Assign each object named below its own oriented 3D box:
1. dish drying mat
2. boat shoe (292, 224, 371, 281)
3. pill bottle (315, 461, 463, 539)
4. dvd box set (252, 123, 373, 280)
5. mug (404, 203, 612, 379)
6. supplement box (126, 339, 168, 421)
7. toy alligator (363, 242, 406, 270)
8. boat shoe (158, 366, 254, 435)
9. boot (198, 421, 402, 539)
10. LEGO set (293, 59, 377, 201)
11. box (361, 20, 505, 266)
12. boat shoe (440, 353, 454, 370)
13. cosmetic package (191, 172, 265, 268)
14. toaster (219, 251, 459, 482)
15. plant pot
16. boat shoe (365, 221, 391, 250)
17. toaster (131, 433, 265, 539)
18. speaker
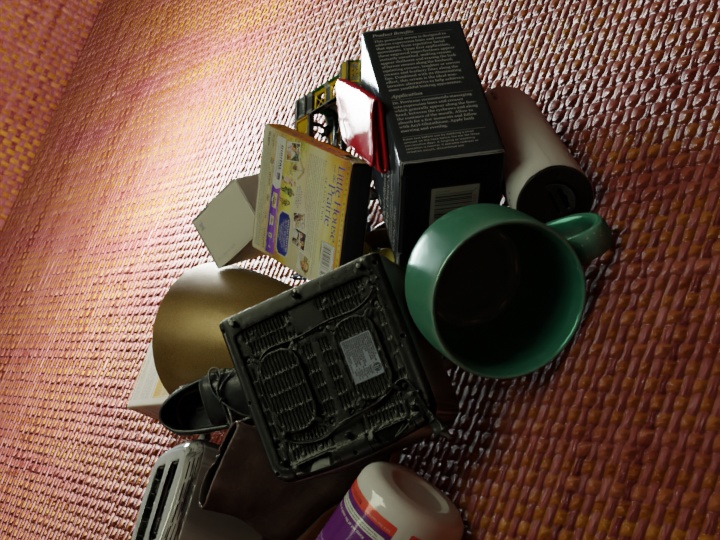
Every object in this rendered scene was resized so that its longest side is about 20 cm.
[{"bbox_3d":[0.000,-0.152,1.637,0.200,0.018,0.077,-127,30,-74],"label":"dish drying mat"},{"bbox_3d":[-0.030,-0.003,1.874,0.069,0.084,0.200,-39,9,24],"label":"boat shoe"},{"bbox_3d":[0.002,0.286,1.487,0.200,0.112,0.113,-56,25,13],"label":"pill bottle"},{"bbox_3d":[-0.055,-0.069,1.730,0.200,0.029,0.147,28,115,55],"label":"dvd box set"},{"bbox_3d":[0.133,0.014,1.489,0.114,0.184,0.153,-144,58,-68],"label":"mug"},{"bbox_3d":[-0.226,0.136,2.125,0.200,0.073,0.126,-11,56,60],"label":"supplement box"},{"bbox_3d":[0.000,0.000,1.730,0.200,0.059,0.054,16,79,39],"label":"toy alligator"},{"bbox_3d":[-0.147,0.143,1.771,0.200,0.062,0.075,-20,80,36],"label":"boat shoe"},{"bbox_3d":[-0.055,0.188,1.630,0.200,0.166,0.072,-61,25,3],"label":"boot"},{"bbox_3d":[0.015,-0.141,1.811,0.153,0.200,0.116,-20,58,36],"label":"LEGO set"},{"bbox_3d":[0.069,-0.132,1.618,0.149,0.107,0.200,91,169,-48],"label":"box"},{"bbox_3d":[0.006,0.069,1.658,0.199,0.071,0.072,6,67,31],"label":"boat shoe"},{"bbox_3d":[-0.094,-0.075,1.938,0.103,0.200,0.073,-40,76,42],"label":"cosmetic package"},{"bbox_3d":[-0.013,0.104,1.534,0.180,0.119,0.201,-25,77,15],"label":"toaster"},{"bbox_3d":[-0.113,0.088,1.864,0.200,0.186,0.187,4,68,48],"label":"plant pot"},{"bbox_3d":[0.064,-0.038,1.758,0.200,0.071,0.070,-29,3,45],"label":"boat shoe"},{"bbox_3d":[-0.180,0.289,1.818,0.114,0.129,0.201,-25,44,54],"label":"toaster"},{"bbox_3d":[0.169,-0.112,1.601,0.081,0.081,0.200,-54,27,18],"label":"speaker"}]
